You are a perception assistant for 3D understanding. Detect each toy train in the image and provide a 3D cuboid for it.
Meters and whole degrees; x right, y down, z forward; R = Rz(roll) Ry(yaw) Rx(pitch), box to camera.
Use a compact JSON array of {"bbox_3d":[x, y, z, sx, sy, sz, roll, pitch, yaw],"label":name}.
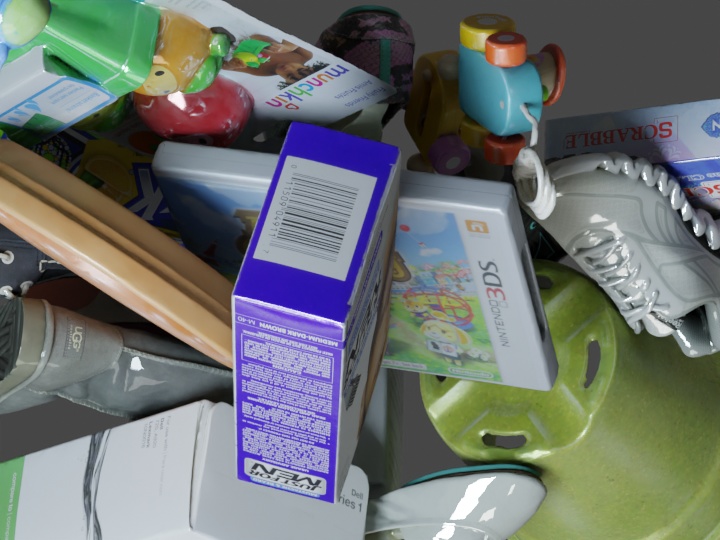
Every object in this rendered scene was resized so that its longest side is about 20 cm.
[{"bbox_3d":[0.075,-0.059,1.499,0.055,0.151,0.200,-11,166,-22],"label":"toy train"}]

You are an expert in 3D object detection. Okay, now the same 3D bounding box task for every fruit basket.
[{"bbox_3d":[-0.113,-0.100,1.447,0.200,0.094,0.185,29,149,-29],"label":"fruit basket"}]

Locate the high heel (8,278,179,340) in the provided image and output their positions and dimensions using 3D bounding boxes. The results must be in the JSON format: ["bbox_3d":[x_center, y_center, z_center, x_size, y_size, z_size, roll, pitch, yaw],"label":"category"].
[{"bbox_3d":[-0.119,0.038,1.665,0.199,0.068,0.096,1,141,30],"label":"high heel"}]

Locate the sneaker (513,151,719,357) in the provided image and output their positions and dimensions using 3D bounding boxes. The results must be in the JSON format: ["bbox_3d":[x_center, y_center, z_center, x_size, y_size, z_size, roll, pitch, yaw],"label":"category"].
[{"bbox_3d":[0.163,-0.010,1.584,0.075,0.081,0.200,-13,151,41],"label":"sneaker"}]

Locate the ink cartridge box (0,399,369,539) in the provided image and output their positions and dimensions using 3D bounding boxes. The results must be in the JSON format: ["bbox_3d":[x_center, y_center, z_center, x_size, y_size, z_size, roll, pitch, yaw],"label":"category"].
[{"bbox_3d":[-0.114,0.155,1.605,0.200,0.085,0.146,-19,146,40],"label":"ink cartridge box"}]

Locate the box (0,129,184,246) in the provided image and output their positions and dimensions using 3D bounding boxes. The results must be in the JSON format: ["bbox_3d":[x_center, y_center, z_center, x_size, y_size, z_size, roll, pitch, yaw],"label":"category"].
[{"bbox_3d":[-0.136,-0.053,1.621,0.199,0.065,0.070,14,169,-23],"label":"box"}]

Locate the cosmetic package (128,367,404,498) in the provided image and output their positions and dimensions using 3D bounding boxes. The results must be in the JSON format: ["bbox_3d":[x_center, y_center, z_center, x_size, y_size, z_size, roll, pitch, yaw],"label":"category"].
[{"bbox_3d":[-0.056,0.065,1.755,0.164,0.201,0.165,0,159,4],"label":"cosmetic package"}]

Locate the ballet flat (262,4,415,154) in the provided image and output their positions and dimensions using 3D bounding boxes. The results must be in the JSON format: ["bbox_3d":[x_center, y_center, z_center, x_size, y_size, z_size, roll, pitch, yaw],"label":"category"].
[{"bbox_3d":[-0.015,-0.082,1.541,0.069,0.071,0.200,7,160,-14],"label":"ballet flat"}]

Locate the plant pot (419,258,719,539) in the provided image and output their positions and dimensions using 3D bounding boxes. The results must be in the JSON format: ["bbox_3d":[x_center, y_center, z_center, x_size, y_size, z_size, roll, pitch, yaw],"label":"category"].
[{"bbox_3d":[0.131,0.082,1.690,0.200,0.201,0.184,-8,158,26],"label":"plant pot"}]

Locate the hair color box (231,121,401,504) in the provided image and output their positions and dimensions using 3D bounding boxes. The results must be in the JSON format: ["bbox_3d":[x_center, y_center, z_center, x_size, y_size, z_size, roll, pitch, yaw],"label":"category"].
[{"bbox_3d":[-0.023,0.026,1.404,0.065,0.110,0.200,15,151,5],"label":"hair color box"}]

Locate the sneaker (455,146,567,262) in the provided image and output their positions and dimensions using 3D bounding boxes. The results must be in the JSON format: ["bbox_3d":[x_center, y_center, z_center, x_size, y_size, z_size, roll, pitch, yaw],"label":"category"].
[{"bbox_3d":[0.093,-0.041,1.664,0.079,0.076,0.200,-12,166,0],"label":"sneaker"}]

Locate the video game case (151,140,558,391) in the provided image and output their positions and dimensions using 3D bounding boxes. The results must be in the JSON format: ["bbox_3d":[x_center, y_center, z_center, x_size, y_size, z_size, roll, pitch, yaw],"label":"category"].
[{"bbox_3d":[0.000,0.000,1.480,0.199,0.022,0.182,8,148,18],"label":"video game case"}]

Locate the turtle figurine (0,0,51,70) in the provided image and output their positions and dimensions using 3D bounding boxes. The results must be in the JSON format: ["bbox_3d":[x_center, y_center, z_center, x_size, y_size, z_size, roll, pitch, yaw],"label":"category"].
[{"bbox_3d":[-0.206,-0.184,1.289,0.193,0.201,0.144,14,-170,29],"label":"turtle figurine"}]

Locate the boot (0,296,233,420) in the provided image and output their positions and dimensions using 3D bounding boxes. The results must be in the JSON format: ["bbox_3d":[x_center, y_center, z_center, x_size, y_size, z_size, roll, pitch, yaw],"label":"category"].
[{"bbox_3d":[-0.131,0.069,1.611,0.199,0.073,0.182,9,171,-24],"label":"boot"}]

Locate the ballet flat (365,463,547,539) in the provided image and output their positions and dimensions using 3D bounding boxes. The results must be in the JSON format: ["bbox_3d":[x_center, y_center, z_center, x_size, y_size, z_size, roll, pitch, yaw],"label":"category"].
[{"bbox_3d":[0.024,0.164,1.630,0.199,0.070,0.069,-12,156,31],"label":"ballet flat"}]

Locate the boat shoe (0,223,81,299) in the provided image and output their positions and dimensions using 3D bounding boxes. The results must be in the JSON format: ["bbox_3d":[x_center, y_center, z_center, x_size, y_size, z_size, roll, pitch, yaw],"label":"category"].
[{"bbox_3d":[-0.221,-0.013,1.570,0.199,0.061,0.074,16,169,-25],"label":"boat shoe"}]

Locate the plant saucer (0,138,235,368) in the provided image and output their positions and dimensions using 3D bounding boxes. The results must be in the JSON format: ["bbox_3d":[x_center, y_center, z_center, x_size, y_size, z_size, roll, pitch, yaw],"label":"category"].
[{"bbox_3d":[-0.136,-0.013,1.450,0.200,0.038,0.200,32,175,3],"label":"plant saucer"}]

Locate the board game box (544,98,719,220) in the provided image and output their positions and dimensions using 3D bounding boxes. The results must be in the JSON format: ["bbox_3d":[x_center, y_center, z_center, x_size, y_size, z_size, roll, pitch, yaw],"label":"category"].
[{"bbox_3d":[0.237,-0.048,1.643,0.199,0.041,0.199,-6,158,24],"label":"board game box"}]
